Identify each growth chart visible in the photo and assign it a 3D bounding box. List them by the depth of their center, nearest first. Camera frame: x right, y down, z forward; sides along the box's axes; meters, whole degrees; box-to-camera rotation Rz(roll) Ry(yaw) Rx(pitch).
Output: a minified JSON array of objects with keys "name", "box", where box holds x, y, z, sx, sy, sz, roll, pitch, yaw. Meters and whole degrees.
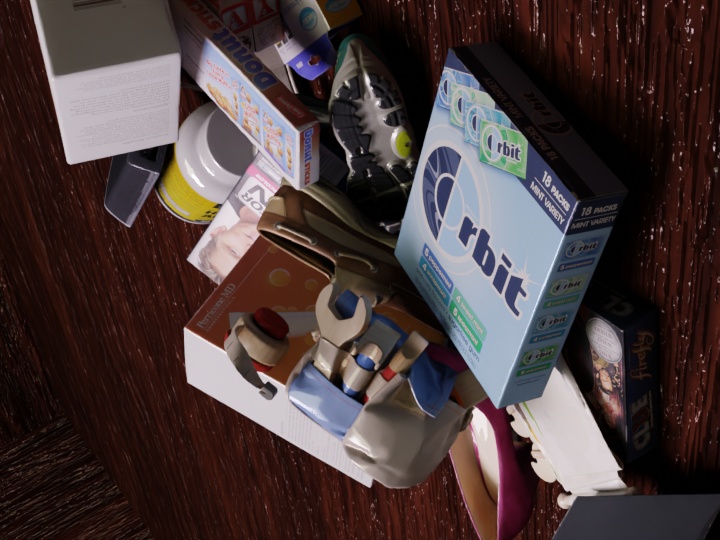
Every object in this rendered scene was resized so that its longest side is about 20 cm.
[{"name":"growth chart","box":[0.147,0.104,0.978,0.200,0.018,0.145,64,159,-6]}]

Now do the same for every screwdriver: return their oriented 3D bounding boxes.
[{"name":"screwdriver","box":[-0.106,-0.159,1.159,0.200,0.029,0.028,12,115,11]}]

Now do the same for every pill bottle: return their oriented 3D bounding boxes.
[{"name":"pill bottle","box":[-0.149,-0.118,1.328,0.111,0.111,0.200,62,159,-3]}]

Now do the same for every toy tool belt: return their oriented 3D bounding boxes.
[{"name":"toy tool belt","box":[0.005,0.066,0.980,0.200,0.123,0.125,37,-166,2]}]

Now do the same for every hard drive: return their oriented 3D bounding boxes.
[{"name":"hard drive","box":[-0.232,-0.162,1.366,0.135,0.042,0.200,133,149,-54]}]

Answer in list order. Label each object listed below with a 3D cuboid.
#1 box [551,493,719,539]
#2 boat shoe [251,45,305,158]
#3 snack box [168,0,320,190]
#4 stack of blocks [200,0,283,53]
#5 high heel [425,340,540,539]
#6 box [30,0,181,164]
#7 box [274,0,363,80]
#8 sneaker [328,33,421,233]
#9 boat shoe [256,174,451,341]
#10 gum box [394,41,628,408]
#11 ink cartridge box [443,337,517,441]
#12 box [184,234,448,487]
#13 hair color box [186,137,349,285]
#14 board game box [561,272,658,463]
[{"name":"box","box":[0.235,0.228,0.890,0.141,0.079,0.200,36,160,-10]},{"name":"boat shoe","box":[-0.082,-0.159,1.211,0.057,0.067,0.200,-112,8,-65]},{"name":"snack box","box":[-0.101,-0.155,1.041,0.200,0.024,0.072,47,153,27]},{"name":"stack of blocks","box":[-0.151,-0.283,1.104,0.200,0.059,0.115,45,154,36]},{"name":"high heel","box":[0.087,0.149,1.061,0.067,0.096,0.200,1,139,41]},{"name":"box","box":[-0.222,-0.202,1.080,0.200,0.106,0.153,122,133,-73]},{"name":"box","box":[-0.067,-0.265,1.073,0.200,0.041,0.119,61,158,-6]},{"name":"sneaker","box":[0.017,-0.110,1.056,0.200,0.077,0.080,79,-178,-46]},{"name":"boat shoe","box":[0.000,0.000,1.046,0.200,0.074,0.076,36,162,8]},{"name":"gum box","box":[0.098,-0.031,0.895,0.170,0.044,0.200,58,148,38]},{"name":"ink cartridge box","box":[0.102,0.122,1.165,0.099,0.039,0.200,40,151,40]},{"name":"box","box":[-0.042,0.080,1.126,0.200,0.124,0.098,28,148,13]},{"name":"hair color box","box":[-0.080,-0.046,1.192,0.100,0.061,0.200,39,139,-2]},{"name":"board game box","box":[0.148,0.044,0.976,0.200,0.035,0.136,37,148,45]}]
